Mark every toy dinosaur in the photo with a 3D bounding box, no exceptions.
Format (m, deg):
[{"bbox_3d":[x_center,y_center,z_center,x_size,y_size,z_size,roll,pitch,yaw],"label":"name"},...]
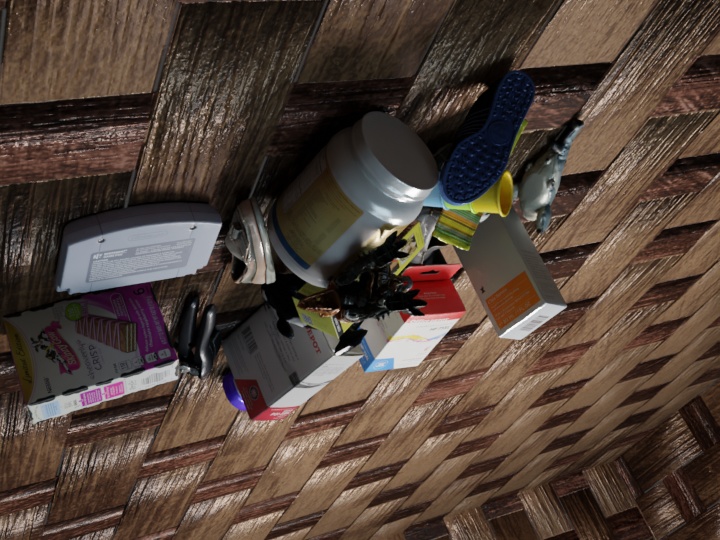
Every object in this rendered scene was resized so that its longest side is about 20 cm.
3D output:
[{"bbox_3d":[0.004,0.033,1.244,0.135,0.103,0.200,-24,-168,41],"label":"toy dinosaur"}]

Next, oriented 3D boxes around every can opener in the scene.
[{"bbox_3d":[-0.250,0.099,1.531,0.063,0.079,0.201,16,146,3],"label":"can opener"}]

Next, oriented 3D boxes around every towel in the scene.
[{"bbox_3d":[0.164,-0.127,1.388,0.086,0.018,0.201,15,102,-52],"label":"towel"}]

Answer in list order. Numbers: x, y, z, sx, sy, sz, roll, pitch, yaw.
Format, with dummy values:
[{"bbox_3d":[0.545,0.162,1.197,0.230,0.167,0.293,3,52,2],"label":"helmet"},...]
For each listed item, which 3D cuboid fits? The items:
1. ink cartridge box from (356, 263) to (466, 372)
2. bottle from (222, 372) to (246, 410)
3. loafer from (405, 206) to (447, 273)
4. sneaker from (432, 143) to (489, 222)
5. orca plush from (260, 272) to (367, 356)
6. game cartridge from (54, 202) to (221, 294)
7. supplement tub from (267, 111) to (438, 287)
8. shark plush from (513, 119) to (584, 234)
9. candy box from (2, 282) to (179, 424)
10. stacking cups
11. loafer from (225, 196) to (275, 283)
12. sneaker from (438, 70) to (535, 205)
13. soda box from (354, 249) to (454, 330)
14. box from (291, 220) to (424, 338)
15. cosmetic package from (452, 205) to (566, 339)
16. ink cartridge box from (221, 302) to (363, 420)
[{"bbox_3d":[0.082,0.075,1.594,0.115,0.068,0.200,-4,145,-35],"label":"ink cartridge box"},{"bbox_3d":[-0.138,0.169,1.742,0.199,0.066,0.084,-29,154,8],"label":"bottle"},{"bbox_3d":[0.098,-0.048,1.502,0.072,0.073,0.200,16,159,17],"label":"loafer"},{"bbox_3d":[0.152,-0.125,1.442,0.079,0.074,0.200,-46,152,14],"label":"sneaker"},{"bbox_3d":[-0.085,0.052,1.442,0.105,0.200,0.071,-44,141,4],"label":"orca plush"},{"bbox_3d":[-0.278,-0.031,1.268,0.198,0.041,0.134,-10,154,-30],"label":"game cartridge"},{"bbox_3d":[-0.010,-0.088,1.273,0.144,0.146,0.200,4,143,-46],"label":"supplement tub"},{"bbox_3d":[0.284,-0.155,1.557,0.083,0.091,0.201,-30,141,-40],"label":"shark plush"},{"bbox_3d":[-0.354,0.103,1.335,0.198,0.137,0.061,-17,152,-18],"label":"candy box"},{"bbox_3d":[0.098,-0.103,1.331,0.198,0.061,0.060,3,166,26],"label":"stacking cups"},{"bbox_3d":[-0.152,-0.029,1.353,0.062,0.072,0.200,-14,156,-6],"label":"loafer"},{"bbox_3d":[0.153,-0.159,1.278,0.201,0.070,0.078,-57,-172,-17],"label":"sneaker"},{"bbox_3d":[0.051,0.035,1.652,0.198,0.071,0.063,-22,155,-7],"label":"soda box"},{"bbox_3d":[0.000,0.000,1.383,0.200,0.075,0.050,-47,139,-28],"label":"box"},{"bbox_3d":[0.227,-0.003,1.589,0.101,0.201,0.071,-40,151,29],"label":"cosmetic package"},{"bbox_3d":[-0.108,0.123,1.585,0.200,0.148,0.083,-39,153,29],"label":"ink cartridge box"}]
